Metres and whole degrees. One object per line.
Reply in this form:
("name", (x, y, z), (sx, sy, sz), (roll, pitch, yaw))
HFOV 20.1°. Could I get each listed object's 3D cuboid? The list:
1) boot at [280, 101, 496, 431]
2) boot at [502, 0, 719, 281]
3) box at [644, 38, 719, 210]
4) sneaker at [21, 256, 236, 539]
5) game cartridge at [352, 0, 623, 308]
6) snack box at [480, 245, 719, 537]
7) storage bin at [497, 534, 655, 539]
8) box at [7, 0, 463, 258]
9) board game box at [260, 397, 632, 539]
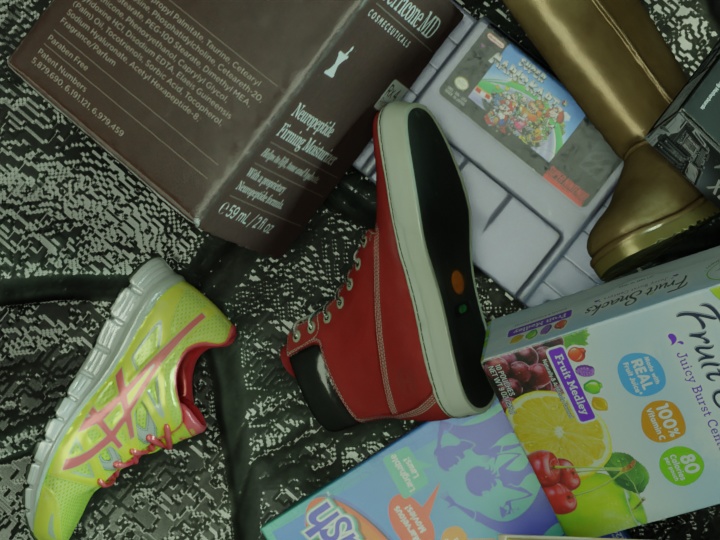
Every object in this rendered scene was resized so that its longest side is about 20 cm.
("boot", (0.000, 0.000, 1.288), (0.143, 0.072, 0.202), (-9, 91, 33))
("boot", (0.144, -0.104, 1.241), (0.066, 0.175, 0.201), (-38, 83, 38))
("box", (0.285, -0.099, 1.222), (0.158, 0.050, 0.200), (43, 62, -4))
("sneaker", (-0.148, 0.097, 1.315), (0.090, 0.078, 0.201), (29, 93, 3))
("game cartridge", (0.092, -0.071, 1.309), (0.200, 0.038, 0.130), (39, 99, 4))
("snack box", (0.189, 0.069, 1.197), (0.199, 0.053, 0.143), (-19, 114, 21))
("storage bin", (0.182, 0.263, 1.189), (0.197, 0.094, 0.202), (0, 77, 19))
("box", (-0.073, -0.141, 1.245), (0.164, 0.166, 0.200), (40, 95, 17))
("board game box", (0.059, 0.175, 1.309), (0.199, 0.045, 0.153), (-34, 88, 6))
